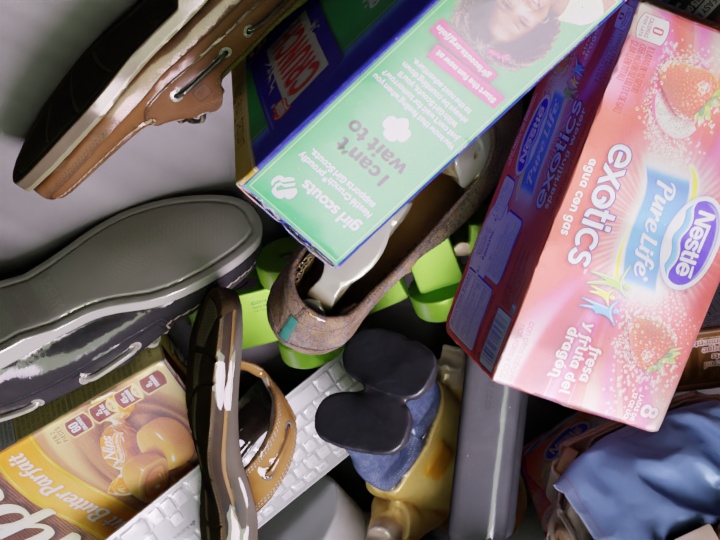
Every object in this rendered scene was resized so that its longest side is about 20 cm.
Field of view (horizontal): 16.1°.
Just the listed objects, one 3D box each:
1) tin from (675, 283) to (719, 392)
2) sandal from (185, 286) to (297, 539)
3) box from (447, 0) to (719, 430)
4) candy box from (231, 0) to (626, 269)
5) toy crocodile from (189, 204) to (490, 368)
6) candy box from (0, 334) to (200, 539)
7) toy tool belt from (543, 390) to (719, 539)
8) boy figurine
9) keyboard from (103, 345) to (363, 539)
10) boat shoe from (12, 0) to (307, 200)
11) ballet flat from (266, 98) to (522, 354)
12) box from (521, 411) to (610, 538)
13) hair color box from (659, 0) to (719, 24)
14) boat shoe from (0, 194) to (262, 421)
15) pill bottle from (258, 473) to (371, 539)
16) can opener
[{"bbox_3d":[0.197,0.025,1.442,0.200,0.112,0.042,-6,111,-9],"label":"tin"},{"bbox_3d":[-0.060,0.100,1.381,0.055,0.082,0.200,-9,110,-12],"label":"sandal"},{"bbox_3d":[0.129,-0.035,1.284,0.095,0.103,0.200,18,98,-17],"label":"box"},{"bbox_3d":[0.027,-0.118,1.287,0.077,0.169,0.200,40,105,-20],"label":"candy box"},{"bbox_3d":[0.000,0.000,1.420,0.200,0.062,0.068,-19,121,4],"label":"toy crocodile"},{"bbox_3d":[-0.171,0.124,1.453,0.200,0.055,0.115,-30,123,5],"label":"candy box"},{"bbox_3d":[0.147,0.130,1.335,0.200,0.125,0.123,-24,159,-26],"label":"toy tool belt"},{"bbox_3d":[0.037,0.108,1.441,0.124,0.064,0.200,-65,150,-17],"label":"boy figurine"},{"bbox_3d":[-0.061,0.116,1.437,0.200,0.011,0.056,-39,123,-12],"label":"keyboard"},{"bbox_3d":[-0.098,-0.104,1.327,0.068,0.072,0.200,36,107,-26],"label":"boat shoe"},{"bbox_3d":[0.025,-0.039,1.344,0.068,0.067,0.200,34,75,5],"label":"ballet flat"},{"bbox_3d":[0.191,0.173,1.531,0.095,0.103,0.200,-34,119,10],"label":"box"},{"bbox_3d":[0.227,-0.080,1.382,0.200,0.061,0.099,37,115,-12],"label":"hair color box"},{"bbox_3d":[-0.141,0.024,1.392,0.200,0.074,0.060,-27,135,-7],"label":"boat shoe"},{"bbox_3d":[0.005,0.215,1.509,0.113,0.113,0.200,-35,121,9],"label":"pill bottle"},{"bbox_3d":[0.091,0.053,1.375,0.067,0.053,0.200,7,95,12],"label":"can opener"}]
